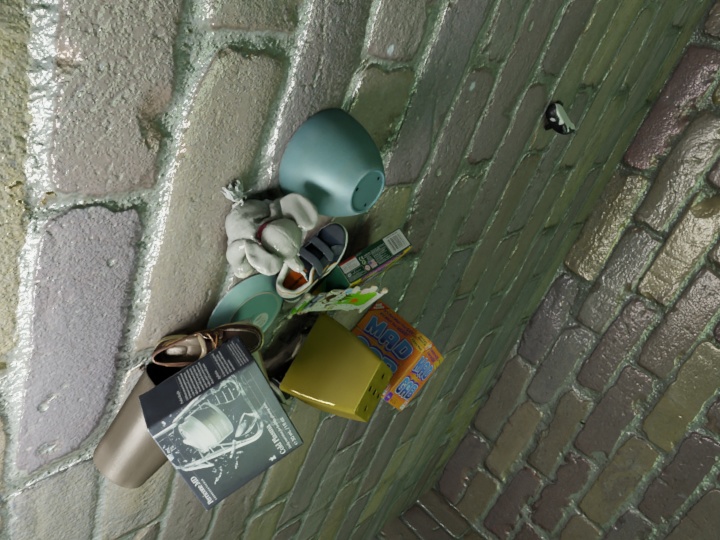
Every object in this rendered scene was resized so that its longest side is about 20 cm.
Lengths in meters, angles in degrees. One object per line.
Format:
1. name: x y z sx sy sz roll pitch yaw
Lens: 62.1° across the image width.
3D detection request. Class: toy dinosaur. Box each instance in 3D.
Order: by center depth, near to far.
1. toy dinosaur: -0.141 0.151 1.426 0.200 0.047 0.088 -55 159 11

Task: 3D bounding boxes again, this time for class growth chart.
1. growth chart: -0.050 0.068 1.306 0.199 0.018 0.145 -2 156 -24

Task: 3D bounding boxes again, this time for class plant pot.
1. plant pot: -0.032 -0.179 1.112 0.200 0.135 0.200 -37 148 -28
2. plant pot: -0.039 0.247 1.408 0.200 0.176 0.200 -61 157 -13

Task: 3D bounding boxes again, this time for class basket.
1. basket: -0.391 0.295 1.124 0.200 0.136 0.180 -50 140 3

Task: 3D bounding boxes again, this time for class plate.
1. plate: -0.230 0.095 1.245 0.200 0.026 0.201 -37 147 -28

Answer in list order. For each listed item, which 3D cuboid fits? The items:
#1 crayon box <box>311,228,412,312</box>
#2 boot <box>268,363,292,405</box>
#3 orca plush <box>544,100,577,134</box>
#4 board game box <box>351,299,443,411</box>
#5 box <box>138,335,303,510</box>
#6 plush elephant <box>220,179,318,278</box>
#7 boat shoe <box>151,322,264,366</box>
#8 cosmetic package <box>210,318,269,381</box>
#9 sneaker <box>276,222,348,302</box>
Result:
1. crayon box: 0.000 0.000 1.378 0.200 0.058 0.173 -32 174 -34
2. boot: -0.160 0.250 1.465 0.154 0.073 0.204 -48 166 -12
3. orca plush: 0.606 -0.463 1.855 0.200 0.071 0.106 -12 88 -57
4. board game box: 0.085 0.245 1.705 0.200 0.200 0.200 -49 152 -6
5. box: -0.237 0.257 1.026 0.196 0.124 0.200 -32 117 -14
6. plush elephant: -0.152 -0.057 1.045 0.165 0.155 0.200 -45 152 -15
7. boat shoe: -0.275 0.140 1.077 0.072 0.199 0.072 -142 -133 -83
8. cosmetic package: -0.235 0.204 1.160 0.105 0.201 0.071 -15 -174 -7
9. sneaker: -0.098 -0.020 1.238 0.200 0.078 0.079 -53 169 -6
